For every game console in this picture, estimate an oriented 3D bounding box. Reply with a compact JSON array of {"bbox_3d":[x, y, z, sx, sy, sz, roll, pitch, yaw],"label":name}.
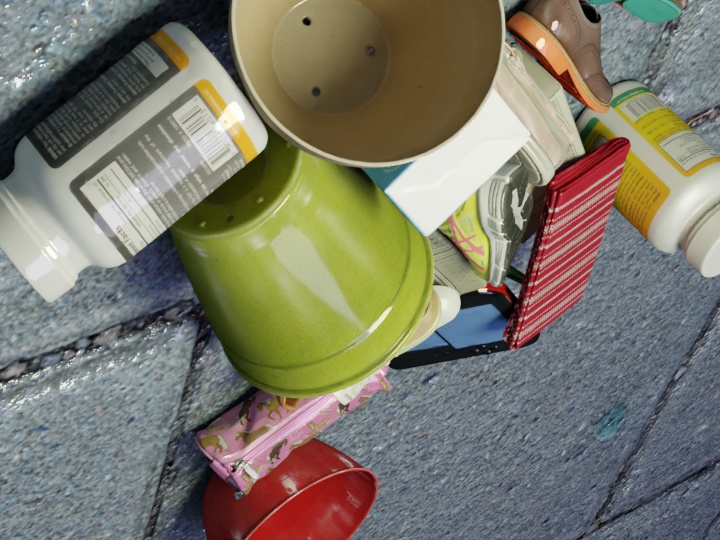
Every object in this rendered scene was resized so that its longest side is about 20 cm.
[{"bbox_3d":[0.082,0.057,1.778,0.176,0.031,0.200,-16,157,15],"label":"game console"}]

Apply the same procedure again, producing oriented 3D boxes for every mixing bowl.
[{"bbox_3d":[-0.090,0.241,1.818,0.199,0.108,0.201,-31,151,-19],"label":"mixing bowl"}]

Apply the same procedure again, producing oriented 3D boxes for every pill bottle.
[{"bbox_3d":[-0.174,-0.076,1.244,0.200,0.116,0.116,-39,153,-5],"label":"pill bottle"},{"bbox_3d":[0.312,-0.091,1.768,0.112,0.200,0.113,-31,151,-20],"label":"pill bottle"}]

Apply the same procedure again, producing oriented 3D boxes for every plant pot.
[{"bbox_3d":[-0.065,-0.031,1.394,0.200,0.200,0.193,-40,142,-3],"label":"plant pot"},{"bbox_3d":[-0.009,-0.170,1.281,0.200,0.201,0.134,-35,-174,-14],"label":"plant pot"}]

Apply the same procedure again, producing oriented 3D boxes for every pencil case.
[{"bbox_3d":[-0.065,0.138,1.717,0.199,0.087,0.083,-36,146,-5],"label":"pencil case"}]

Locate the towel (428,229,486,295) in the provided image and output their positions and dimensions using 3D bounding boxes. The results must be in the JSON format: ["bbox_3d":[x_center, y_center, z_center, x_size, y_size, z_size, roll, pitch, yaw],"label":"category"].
[{"bbox_3d":[0.000,0.000,1.594,0.191,0.035,0.200,-20,153,16],"label":"towel"}]

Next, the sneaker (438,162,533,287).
[{"bbox_3d":[0.098,-0.052,1.511,0.200,0.090,0.079,78,33,-66],"label":"sneaker"}]

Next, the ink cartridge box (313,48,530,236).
[{"bbox_3d":[0.034,-0.131,1.386,0.116,0.200,0.067,-44,130,4],"label":"ink cartridge box"}]

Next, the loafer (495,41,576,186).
[{"bbox_3d":[0.122,-0.164,1.507,0.063,0.072,0.200,-47,122,-17],"label":"loafer"}]

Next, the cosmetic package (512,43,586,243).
[{"bbox_3d":[0.151,-0.117,1.658,0.105,0.071,0.200,-41,153,-4],"label":"cosmetic package"}]

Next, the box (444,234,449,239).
[{"bbox_3d":[0.049,-0.062,1.573,0.142,0.036,0.200,-7,148,2],"label":"box"}]

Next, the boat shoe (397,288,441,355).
[{"bbox_3d":[-0.027,0.044,1.552,0.199,0.074,0.063,-6,160,5],"label":"boat shoe"}]

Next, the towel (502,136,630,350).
[{"bbox_3d":[0.204,-0.029,1.719,0.144,0.022,0.201,-32,144,-45],"label":"towel"}]

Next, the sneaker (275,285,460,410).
[{"bbox_3d":[0.007,0.079,1.623,0.199,0.085,0.073,-21,151,16],"label":"sneaker"}]

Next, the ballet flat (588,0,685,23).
[{"bbox_3d":[0.242,-0.270,1.564,0.069,0.072,0.200,-14,174,28],"label":"ballet flat"}]

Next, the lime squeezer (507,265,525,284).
[{"bbox_3d":[0.118,0.008,1.808,0.199,0.071,0.038,1,153,-24],"label":"lime squeezer"}]

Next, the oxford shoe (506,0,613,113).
[{"bbox_3d":[0.205,-0.205,1.609,0.073,0.071,0.200,-50,152,4],"label":"oxford shoe"}]
